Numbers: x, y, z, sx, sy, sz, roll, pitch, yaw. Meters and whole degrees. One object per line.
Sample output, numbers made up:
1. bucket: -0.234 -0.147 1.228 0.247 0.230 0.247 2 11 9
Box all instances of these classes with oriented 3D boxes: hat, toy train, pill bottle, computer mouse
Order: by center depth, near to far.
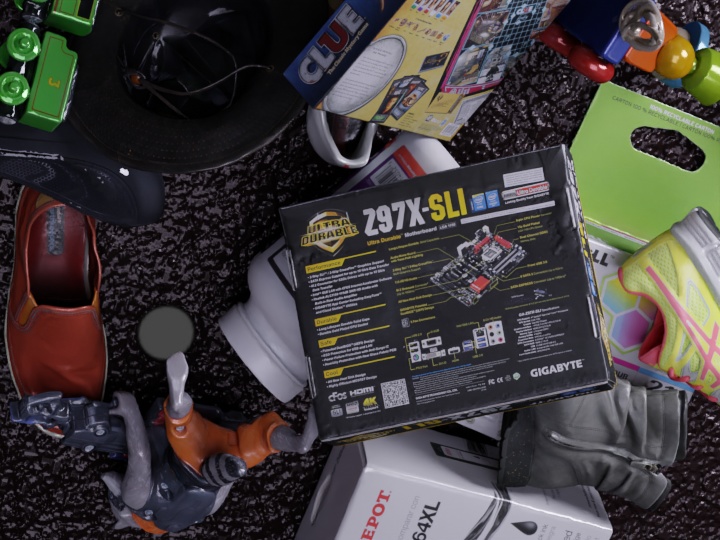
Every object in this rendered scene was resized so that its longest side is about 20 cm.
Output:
1. toy train: -0.196 -0.187 1.460 0.056 0.042 0.202 16 76 -16
2. computer mouse: -0.212 -0.089 1.489 0.199 0.139 0.053 20 118 -26
3. hat: -0.104 -0.138 1.500 0.199 0.202 0.081 -25 152 -1
4. toy train: 0.207 -0.149 1.504 0.115 0.200 0.085 28 101 -22
5. pill bottle: 0.000 0.000 1.559 0.200 0.113 0.113 -40 110 5

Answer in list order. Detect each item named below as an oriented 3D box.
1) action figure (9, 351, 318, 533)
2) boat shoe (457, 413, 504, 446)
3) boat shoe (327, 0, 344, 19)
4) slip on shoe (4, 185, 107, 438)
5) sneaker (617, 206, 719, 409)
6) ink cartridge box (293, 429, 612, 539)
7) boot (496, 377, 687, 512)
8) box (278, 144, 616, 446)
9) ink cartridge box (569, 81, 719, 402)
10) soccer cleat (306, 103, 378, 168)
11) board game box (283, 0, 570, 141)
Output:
1. action figure: -0.140 0.129 1.545 0.198 0.105 0.194 7 149 -25
2. boat shoe: 0.121 0.102 1.646 0.199 0.074 0.067 28 116 -8
3. boat shoe: 0.042 -0.202 1.486 0.199 0.075 0.074 -18 131 -45
4. slip on shoe: -0.211 0.027 1.556 0.073 0.061 0.202 -2 111 -13
5. sneaker: 0.243 0.056 1.570 0.090 0.078 0.201 -25 106 7
6. ink cartridge box: 0.063 0.204 1.643 0.198 0.084 0.147 15 114 -15
7. boot: 0.168 0.081 1.550 0.129 0.068 0.201 6 130 2
8. box: 0.056 0.018 1.462 0.198 0.049 0.161 -13 79 11
9. ink cartridge box: 0.201 -0.015 1.610 0.147 0.076 0.201 20 105 -16
10. soccer cleat: -0.003 -0.167 1.518 0.068 0.085 0.202 3 108 -11
11. board game box: 0.048 -0.153 1.440 0.136 0.200 0.035 -48 68 16
